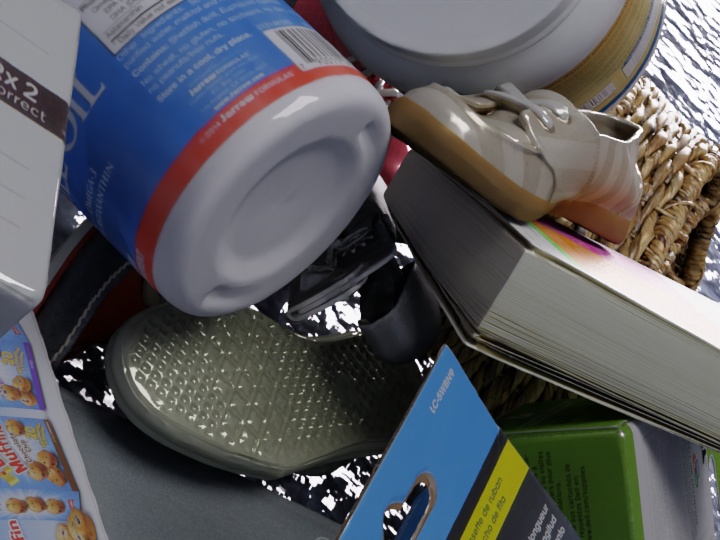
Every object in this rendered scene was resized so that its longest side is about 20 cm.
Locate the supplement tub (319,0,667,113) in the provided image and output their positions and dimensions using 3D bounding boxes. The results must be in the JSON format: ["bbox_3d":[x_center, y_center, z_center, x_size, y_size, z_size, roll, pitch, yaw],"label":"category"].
[{"bbox_3d":[0.059,-0.139,0.961,0.145,0.144,0.200,57,8,11],"label":"supplement tub"}]

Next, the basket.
[{"bbox_3d":[0.134,0.003,1.101,0.149,0.143,0.200,48,32,-2],"label":"basket"}]

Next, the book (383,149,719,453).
[{"bbox_3d":[0.115,0.020,0.921,0.200,0.048,0.134,25,15,-26],"label":"book"}]

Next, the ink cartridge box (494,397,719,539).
[{"bbox_3d":[0.113,0.129,0.956,0.200,0.075,0.149,-14,99,-70],"label":"ink cartridge box"}]

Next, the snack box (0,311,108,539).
[{"bbox_3d":[-0.118,0.098,0.735,0.072,0.024,0.201,8,52,-46],"label":"snack box"}]

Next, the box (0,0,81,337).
[{"bbox_3d":[-0.221,-0.029,0.633,0.199,0.200,0.131,31,37,-28],"label":"box"}]

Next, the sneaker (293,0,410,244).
[{"bbox_3d":[-0.015,-0.105,1.077,0.200,0.087,0.074,55,33,6],"label":"sneaker"}]

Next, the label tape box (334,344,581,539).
[{"bbox_3d":[0.033,0.150,0.760,0.200,0.063,0.144,54,44,-23],"label":"label tape box"}]

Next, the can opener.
[{"bbox_3d":[0.000,0.000,0.961,0.067,0.053,0.200,57,6,-9],"label":"can opener"}]

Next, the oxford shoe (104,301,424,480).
[{"bbox_3d":[-0.043,0.055,0.895,0.200,0.058,0.076,8,66,-57],"label":"oxford shoe"}]

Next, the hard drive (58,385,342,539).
[{"bbox_3d":[-0.086,0.121,0.807,0.200,0.033,0.140,30,37,-30],"label":"hard drive"}]

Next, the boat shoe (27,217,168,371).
[{"bbox_3d":[-0.088,0.000,0.896,0.063,0.071,0.200,44,26,-1],"label":"boat shoe"}]

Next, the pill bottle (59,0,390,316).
[{"bbox_3d":[-0.092,-0.086,0.824,0.200,0.112,0.112,44,28,24],"label":"pill bottle"}]

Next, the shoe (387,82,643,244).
[{"bbox_3d":[0.069,-0.054,0.885,0.070,0.054,0.200,34,9,25],"label":"shoe"}]

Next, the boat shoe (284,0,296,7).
[{"bbox_3d":[-0.059,-0.134,0.937,0.067,0.073,0.200,61,0,5],"label":"boat shoe"}]
